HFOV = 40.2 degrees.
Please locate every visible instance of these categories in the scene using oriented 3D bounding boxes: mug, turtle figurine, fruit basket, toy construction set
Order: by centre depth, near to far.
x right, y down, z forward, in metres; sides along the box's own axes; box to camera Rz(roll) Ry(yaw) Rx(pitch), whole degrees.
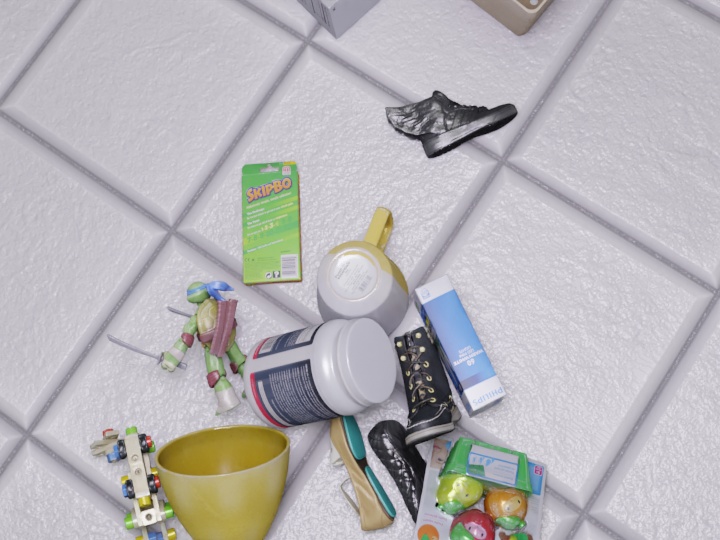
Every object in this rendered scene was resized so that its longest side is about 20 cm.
[{"bbox_3d":[0.175,0.349,1.423,0.183,0.094,0.202,15,56,-2],"label":"fruit basket"},{"bbox_3d":[-0.337,0.316,1.492,0.092,0.131,0.201,-27,70,-16],"label":"toy construction set"},{"bbox_3d":[-0.007,0.007,1.514,0.148,0.153,0.189,-12,75,3],"label":"mug"},{"bbox_3d":[-0.245,0.125,1.530,0.199,0.144,0.195,-28,91,8],"label":"turtle figurine"}]

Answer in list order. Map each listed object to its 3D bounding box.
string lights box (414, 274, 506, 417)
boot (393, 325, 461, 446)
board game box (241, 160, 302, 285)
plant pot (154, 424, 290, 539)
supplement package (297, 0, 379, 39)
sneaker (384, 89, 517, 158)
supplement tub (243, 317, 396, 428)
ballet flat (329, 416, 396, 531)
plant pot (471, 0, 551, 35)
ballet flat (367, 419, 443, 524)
[{"bbox_3d":[0.150,0.116,1.498,0.058,0.103,0.201,-24,75,-3],"label":"string lights box"},{"bbox_3d":[0.085,0.165,1.432,0.073,0.203,0.155,-20,86,14],"label":"boot"},{"bbox_3d":[-0.145,-0.079,1.612,0.094,0.030,0.202,-3,79,4],"label":"board game box"},{"bbox_3d":[-0.197,0.330,1.452,0.198,0.200,0.144,-3,101,5],"label":"plant pot"},{"bbox_3d":[-0.072,-0.513,1.664,0.114,0.110,0.200,-41,76,-5],"label":"supplement package"},{"bbox_3d":[0.148,-0.257,1.609,0.198,0.060,0.105,-25,80,3],"label":"sneaker"},{"bbox_3d":[-0.061,0.151,1.455,0.199,0.140,0.142,-16,73,34],"label":"supplement tub"},{"bbox_3d":[-0.014,0.299,1.492,0.063,0.069,0.201,-28,74,12],"label":"ballet flat"},{"bbox_3d":[0.258,-0.502,1.595,0.200,0.177,0.200,40,84,12],"label":"plant pot"},{"bbox_3d":[0.076,0.319,1.493,0.066,0.057,0.201,-14,72,-43],"label":"ballet flat"}]
